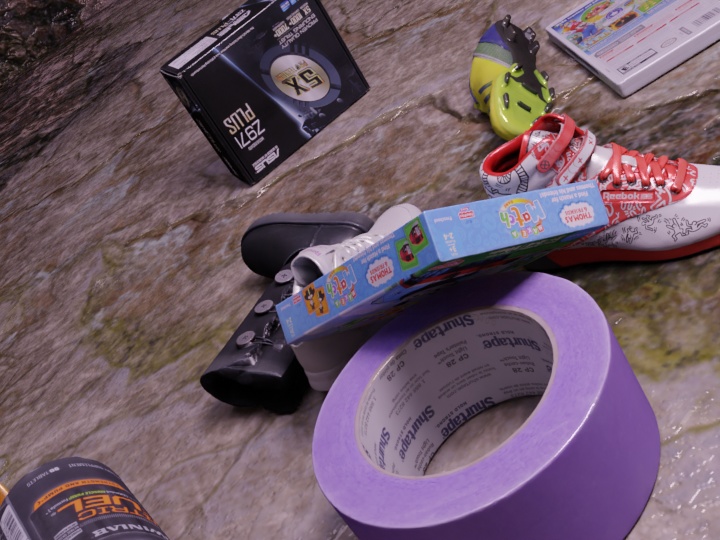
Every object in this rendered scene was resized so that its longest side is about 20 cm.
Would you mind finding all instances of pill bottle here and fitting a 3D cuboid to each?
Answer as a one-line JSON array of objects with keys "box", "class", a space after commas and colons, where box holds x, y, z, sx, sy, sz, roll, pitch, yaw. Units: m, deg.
[{"box": [-0.178, 0.212, 0.677, 0.106, 0.107, 0.199, -43, 31, -16], "class": "pill bottle"}]

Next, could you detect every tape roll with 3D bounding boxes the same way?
[{"box": [0.074, 0.099, 0.607, 0.198, 0.085, 0.201, -25, 31, 16], "class": "tape roll"}]

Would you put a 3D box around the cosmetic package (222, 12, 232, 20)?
[{"box": [-0.137, -0.352, 1.489, 0.112, 0.082, 0.200, -31, 28, 2], "class": "cosmetic package"}]

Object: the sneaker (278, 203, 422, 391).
[{"box": [0.000, 0.000, 0.813, 0.074, 0.100, 0.201, -11, 35, 39], "class": "sneaker"}]

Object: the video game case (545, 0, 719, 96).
[{"box": [0.278, -0.246, 0.973, 0.142, 0.018, 0.201, -32, 30, 7], "class": "video game case"}]

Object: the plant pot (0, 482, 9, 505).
[{"box": [-0.383, 0.249, 0.767, 0.184, 0.200, 0.200, -50, 30, 1], "class": "plant pot"}]

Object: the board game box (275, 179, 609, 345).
[{"box": [0.050, -0.003, 0.687, 0.150, 0.037, 0.200, -13, -10, -34], "class": "board game box"}]

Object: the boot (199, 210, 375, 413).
[{"box": [-0.085, 0.037, 0.891, 0.164, 0.066, 0.201, -10, 42, 40], "class": "boot"}]

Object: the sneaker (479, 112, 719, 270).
[{"box": [0.183, -0.065, 0.711, 0.200, 0.108, 0.068, -10, 37, 36], "class": "sneaker"}]

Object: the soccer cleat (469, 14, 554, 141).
[{"box": [0.144, -0.177, 0.985, 0.084, 0.064, 0.201, -51, 21, 36], "class": "soccer cleat"}]

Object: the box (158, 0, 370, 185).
[{"box": [-0.116, -0.235, 1.212, 0.200, 0.164, 0.086, -40, 30, -11], "class": "box"}]
